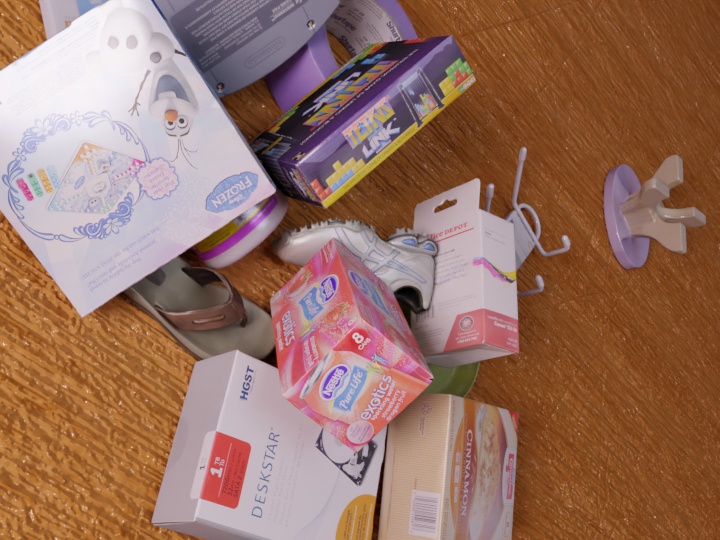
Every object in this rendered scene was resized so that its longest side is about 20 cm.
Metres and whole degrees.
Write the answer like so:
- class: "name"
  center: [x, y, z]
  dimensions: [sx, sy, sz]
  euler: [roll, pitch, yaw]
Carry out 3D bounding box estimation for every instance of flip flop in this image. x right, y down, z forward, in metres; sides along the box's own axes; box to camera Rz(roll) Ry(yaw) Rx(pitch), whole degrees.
- class: "flip flop"
  center: [-0.154, 0.024, 0.740]
  dimensions: [0.200, 0.057, 0.081]
  euler: [43, 51, -27]

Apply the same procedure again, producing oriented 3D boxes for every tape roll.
- class: "tape roll"
  center: [-0.017, -0.254, 0.946]
  dimensions: [0.200, 0.085, 0.201]
  euler: [16, 66, -41]

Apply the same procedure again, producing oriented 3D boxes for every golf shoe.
- class: "golf shoe"
  center: [0.000, 0.000, 0.863]
  dimensions: [0.199, 0.078, 0.098]
  euler: [6, 70, -26]

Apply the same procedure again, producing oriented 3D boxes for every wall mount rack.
- class: "wall mount rack"
  center: [0.226, -0.067, 1.125]
  dimensions: [0.174, 0.074, 0.200]
  euler: [57, 46, -14]

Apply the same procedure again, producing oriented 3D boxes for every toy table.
- class: "toy table"
  center: [0.516, -0.109, 1.390]
  dimensions: [0.184, 0.117, 0.201]
  euler: [9, 71, -42]

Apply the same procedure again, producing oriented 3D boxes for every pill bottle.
- class: "pill bottle"
  center: [-0.167, -0.105, 0.739]
  dimensions: [0.200, 0.104, 0.104]
  euler: [51, 48, -19]

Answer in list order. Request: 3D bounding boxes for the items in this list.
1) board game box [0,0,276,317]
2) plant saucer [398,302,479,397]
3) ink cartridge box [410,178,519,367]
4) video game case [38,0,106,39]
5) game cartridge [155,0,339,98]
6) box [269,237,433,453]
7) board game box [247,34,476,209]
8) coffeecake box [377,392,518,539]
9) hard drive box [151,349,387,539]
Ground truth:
- class: "board game box"
  center: [-0.207, -0.097, 0.655]
  dimensions: [0.200, 0.043, 0.199]
  euler: [-32, 103, 0]
- class: "plant saucer"
  center: [0.074, 0.073, 0.965]
  dimensions: [0.200, 0.031, 0.201]
  euler: [17, 65, -40]
- class: "ink cartridge box"
  center: [0.121, 0.005, 0.928]
  dimensions: [0.067, 0.116, 0.201]
  euler: [18, 65, -38]
- class: "video game case"
  center: [-0.235, -0.303, 0.795]
  dimensions: [0.200, 0.022, 0.183]
  euler: [-9, 83, -45]
- class: "game cartridge"
  center: [-0.123, -0.260, 0.790]
  dimensions: [0.200, 0.040, 0.133]
  euler: [-36, 129, -8]
- class: "box"
  center: [-0.016, 0.062, 0.750]
  dimensions: [0.095, 0.103, 0.200]
  euler: [42, 11, -22]
- class: "board game box"
  center: [-0.010, -0.153, 0.781]
  dimensions: [0.200, 0.165, 0.057]
  euler: [-42, 116, -14]
- class: "coffeecake box"
  center: [0.104, 0.223, 0.867]
  dimensions: [0.200, 0.073, 0.154]
  euler: [25, 67, -56]
- class: "hard drive box"
  center: [-0.078, 0.188, 0.749]
  dimensions: [0.200, 0.077, 0.156]
  euler: [30, 57, -34]
